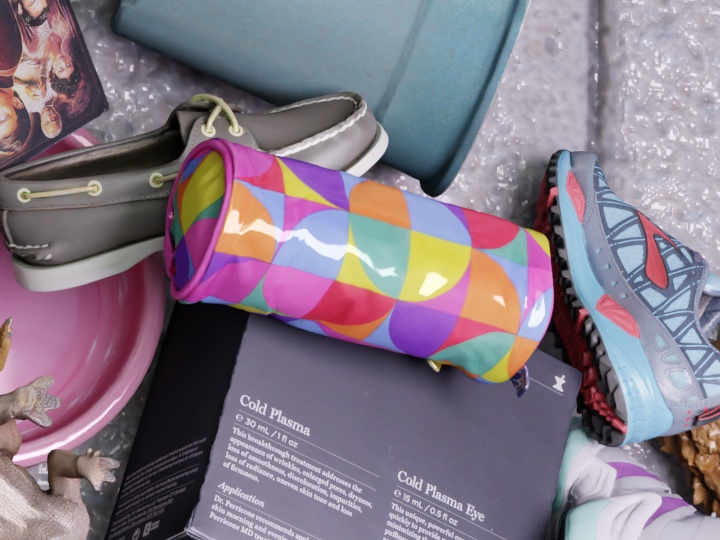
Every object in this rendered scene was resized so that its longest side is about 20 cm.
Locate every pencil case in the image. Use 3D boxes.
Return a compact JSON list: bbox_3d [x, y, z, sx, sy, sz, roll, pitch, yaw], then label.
[{"bbox_3d":[0.000,0.000,1.403,0.200,0.088,0.089,19,71,-25],"label":"pencil case"}]

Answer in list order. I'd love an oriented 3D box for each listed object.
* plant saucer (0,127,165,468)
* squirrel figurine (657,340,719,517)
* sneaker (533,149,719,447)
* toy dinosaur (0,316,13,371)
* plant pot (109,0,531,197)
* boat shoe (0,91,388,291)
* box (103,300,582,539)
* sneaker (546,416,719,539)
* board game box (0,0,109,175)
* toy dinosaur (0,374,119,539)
[{"bbox_3d":[-0.201,0.007,1.476,0.200,0.051,0.201,5,76,-20],"label":"plant saucer"},{"bbox_3d":[0.273,0.103,1.606,0.200,0.142,0.187,-34,101,-11],"label":"squirrel figurine"},{"bbox_3d":[0.151,0.015,1.568,0.095,0.079,0.200,-4,50,-12],"label":"sneaker"},{"bbox_3d":[-0.229,0.046,1.405,0.106,0.060,0.200,11,91,-11],"label":"toy dinosaur"},{"bbox_3d":[-0.018,-0.165,1.522,0.196,0.200,0.201,19,70,-8],"label":"plant pot"},{"bbox_3d":[-0.085,-0.051,1.441,0.201,0.072,0.060,-20,115,-7],"label":"boat shoe"},{"bbox_3d":[-0.008,0.104,1.472,0.200,0.104,0.182,28,60,-22],"label":"box"},{"bbox_3d":[0.166,0.147,1.511,0.140,0.200,0.078,12,112,-2],"label":"sneaker"},{"bbox_3d":[-0.230,-0.091,1.408,0.200,0.035,0.136,-34,122,-25],"label":"board game box"},{"bbox_3d":[-0.181,0.118,1.368,0.200,0.136,0.086,50,55,-3],"label":"toy dinosaur"}]
